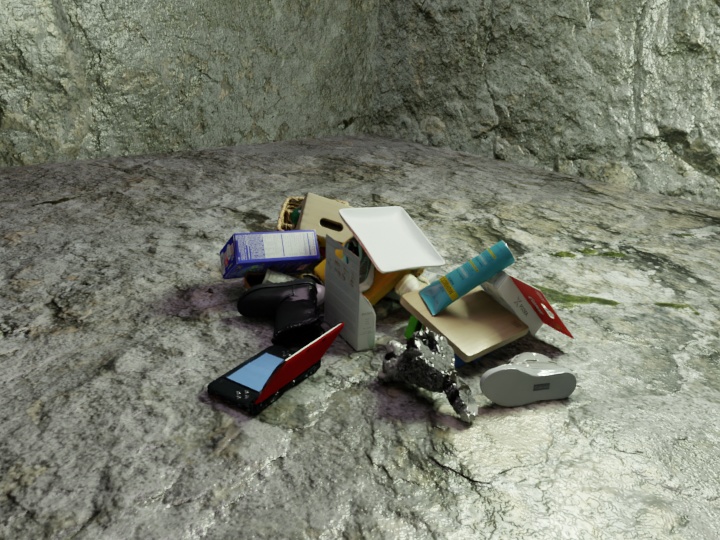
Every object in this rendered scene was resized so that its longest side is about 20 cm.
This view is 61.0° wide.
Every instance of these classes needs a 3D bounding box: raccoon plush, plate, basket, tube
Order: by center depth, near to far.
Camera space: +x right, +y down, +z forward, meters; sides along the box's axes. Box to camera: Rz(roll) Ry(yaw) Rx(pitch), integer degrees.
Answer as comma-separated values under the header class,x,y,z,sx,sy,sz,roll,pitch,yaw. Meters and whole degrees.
class,x,y,z,sx,sy,sz,roll,pitch,yaw
raccoon plush,0.106,0.204,1.086,0.095,0.134,0.202,6,48,-37
tube,0.215,0.014,1.235,0.198,0.051,0.078,-33,35,4
plate,0.067,-0.067,1.379,0.197,0.033,0.201,-7,50,-38
basket,-0.139,-0.119,1.739,0.196,0.152,0.143,7,21,8

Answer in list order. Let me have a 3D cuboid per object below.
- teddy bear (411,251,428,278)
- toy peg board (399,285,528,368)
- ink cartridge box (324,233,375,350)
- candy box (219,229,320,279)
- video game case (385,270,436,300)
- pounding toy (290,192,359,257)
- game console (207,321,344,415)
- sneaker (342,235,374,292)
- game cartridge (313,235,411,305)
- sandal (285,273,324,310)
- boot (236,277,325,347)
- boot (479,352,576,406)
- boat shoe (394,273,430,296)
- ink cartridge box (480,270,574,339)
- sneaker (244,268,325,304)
class,x,y,z,sx,sy,sz,roll,pitch,yaw
teddy bear,0.091,-0.037,1.491,0.198,0.067,0.145,19,56,37
toy peg board,0.206,0.124,1.276,0.198,0.099,0.199,-16,44,-37
ink cartridge box,-0.023,0.041,1.268,0.049,0.204,0.161,-8,24,-27
candy box,-0.215,-0.037,1.431,0.197,0.079,0.169,-4,-11,-25
video game case,0.072,0.020,1.589,0.197,0.023,0.181,16,24,28
pounding toy,-0.120,-0.093,1.591,0.197,0.145,0.184,16,-16,-14
game console,-0.148,0.152,1.078,0.170,0.121,0.199,15,23,28
sneaker,0.001,-0.053,1.396,0.076,0.092,0.203,-9,52,23
game cartridge,0.000,0.000,1.437,0.176,0.033,0.200,-41,43,-4
sandal,-0.125,0.039,1.463,0.079,0.055,0.199,-13,26,-36
boot,-0.168,0.097,1.286,0.194,0.074,0.164,-13,36,1
boot,0.290,0.195,1.122,0.196,0.075,0.096,5,13,-20
boat shoe,0.137,0.056,1.397,0.065,0.072,0.200,41,5,21
ink cartridge box,0.338,0.073,1.285,0.200,0.045,0.176,45,-4,-38
sneaker,-0.176,0.041,1.387,0.196,0.085,0.074,2,53,14
